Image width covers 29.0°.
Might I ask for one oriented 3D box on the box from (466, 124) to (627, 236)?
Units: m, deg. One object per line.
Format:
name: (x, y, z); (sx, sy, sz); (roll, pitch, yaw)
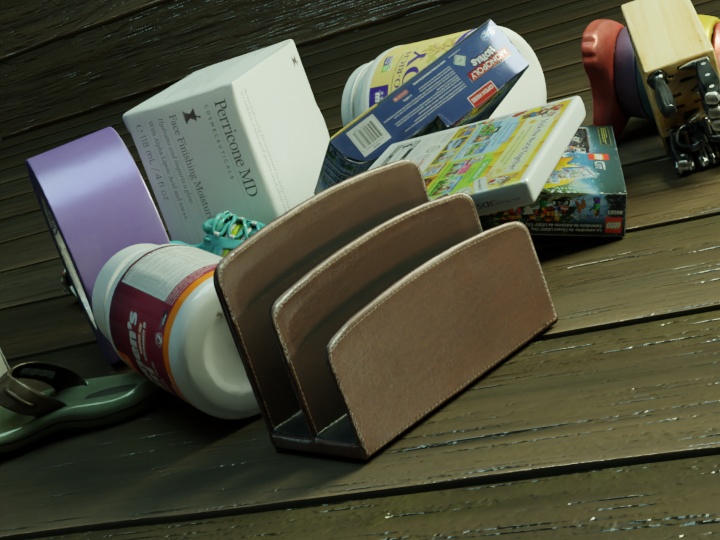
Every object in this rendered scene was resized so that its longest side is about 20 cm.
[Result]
box: (0.154, -0.081, 1.197); (0.135, 0.038, 0.200); (2, 22, 6)

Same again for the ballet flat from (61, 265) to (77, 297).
ballet flat: (-0.277, 0.011, 1.510); (0.064, 0.075, 0.200); (-57, 21, -13)

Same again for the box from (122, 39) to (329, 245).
box: (-0.119, -0.109, 1.433); (0.130, 0.201, 0.200); (-14, 15, 21)

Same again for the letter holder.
letter holder: (0.018, 0.013, 0.935); (0.199, 0.143, 0.100); (-31, 18, -36)

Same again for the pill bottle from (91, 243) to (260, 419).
pill bottle: (-0.132, 0.039, 1.073); (0.109, 0.111, 0.199); (-27, 21, -24)

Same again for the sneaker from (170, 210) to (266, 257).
sneaker: (-0.113, -0.018, 1.301); (0.199, 0.080, 0.078); (-20, 15, 33)

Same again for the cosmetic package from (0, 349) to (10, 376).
cosmetic package: (-0.393, 0.114, 1.251); (0.105, 0.072, 0.199); (-31, 18, -35)

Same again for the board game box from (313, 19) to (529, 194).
board game box: (0.052, -0.127, 1.351); (0.199, 0.062, 0.200); (-38, -8, -15)

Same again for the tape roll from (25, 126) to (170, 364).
tape roll: (-0.229, -0.022, 1.270); (0.084, 0.202, 0.200); (-24, 15, -13)

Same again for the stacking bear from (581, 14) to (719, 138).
stacking bear: (0.334, -0.201, 1.371); (0.198, 0.123, 0.114); (-1, 28, 28)

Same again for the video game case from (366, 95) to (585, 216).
video game case: (0.076, -0.079, 1.117); (0.180, 0.023, 0.200); (-13, 19, 26)

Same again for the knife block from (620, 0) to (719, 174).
knife block: (0.282, -0.180, 1.233); (0.063, 0.202, 0.176); (-16, -14, 11)

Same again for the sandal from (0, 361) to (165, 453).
sandal: (-0.258, 0.100, 1.136); (0.199, 0.058, 0.080); (-14, 21, 4)

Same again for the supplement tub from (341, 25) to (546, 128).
supplement tub: (0.089, -0.184, 1.537); (0.199, 0.147, 0.145); (-4, 21, 46)
